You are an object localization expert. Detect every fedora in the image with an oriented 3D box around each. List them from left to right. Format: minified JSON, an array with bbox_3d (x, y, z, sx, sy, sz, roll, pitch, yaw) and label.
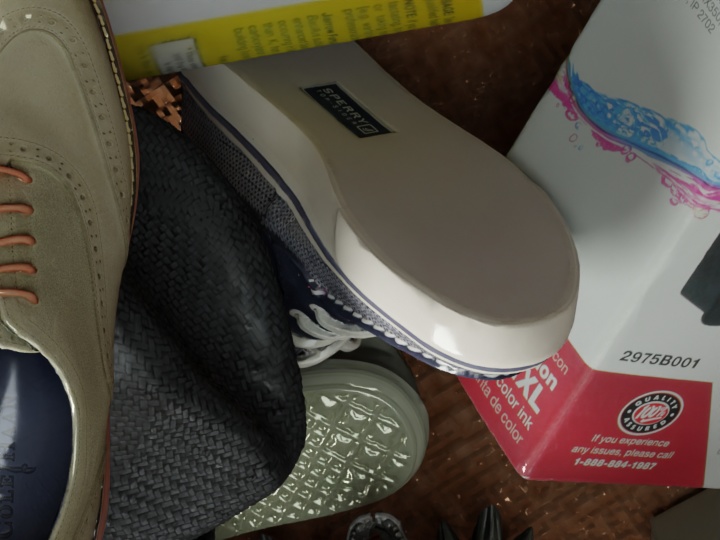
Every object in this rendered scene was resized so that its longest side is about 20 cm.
[{"bbox_3d":[-0.081,0.018,0.875,0.091,0.201,0.201,-22,113,31],"label":"fedora"}]

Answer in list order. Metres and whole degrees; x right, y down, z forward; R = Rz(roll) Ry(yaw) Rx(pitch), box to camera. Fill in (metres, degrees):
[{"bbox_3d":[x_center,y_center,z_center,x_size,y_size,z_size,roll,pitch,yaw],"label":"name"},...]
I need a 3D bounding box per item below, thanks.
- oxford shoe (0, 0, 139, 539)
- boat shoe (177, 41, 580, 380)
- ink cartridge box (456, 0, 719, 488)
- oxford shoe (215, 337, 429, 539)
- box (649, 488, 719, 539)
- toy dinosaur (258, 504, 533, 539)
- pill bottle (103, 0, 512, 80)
[{"bbox_3d":[-0.091,-0.005,0.775,0.070,0.074,0.201,-5,94,-4],"label":"oxford shoe"},{"bbox_3d":[0.000,0.000,0.926,0.074,0.200,0.093,-6,122,-26],"label":"boat shoe"},{"bbox_3d":[0.132,-0.031,0.916,0.145,0.083,0.201,5,130,-34],"label":"ink cartridge box"},{"bbox_3d":[-0.068,0.057,1.015,0.199,0.058,0.076,-11,119,19],"label":"oxford shoe"},{"bbox_3d":[0.208,0.088,1.019,0.199,0.078,0.095,-32,110,10],"label":"box"},{"bbox_3d":[0.007,0.155,1.001,0.102,0.136,0.201,9,128,-13],"label":"toy dinosaur"},{"bbox_3d":[-0.012,-0.126,0.908,0.199,0.114,0.115,-9,112,2],"label":"pill bottle"}]
